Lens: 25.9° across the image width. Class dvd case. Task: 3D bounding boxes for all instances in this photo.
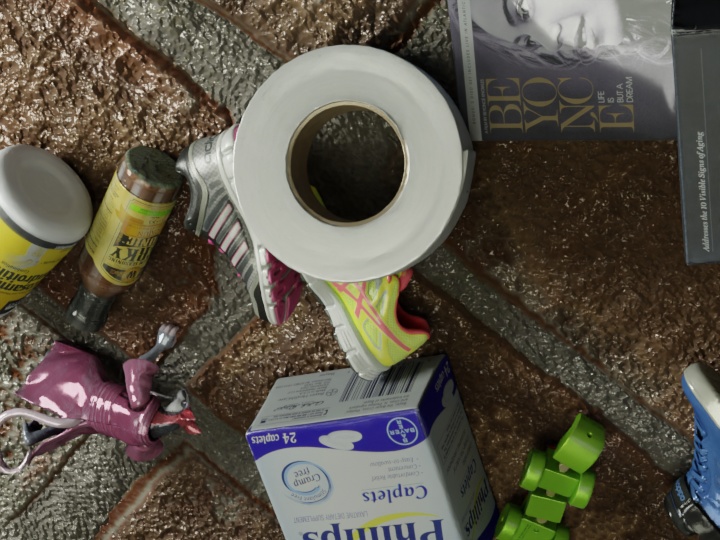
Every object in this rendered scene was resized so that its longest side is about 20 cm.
[{"bbox_3d":[0.175,-0.179,1.312,0.199,0.016,0.149,2,118,17],"label":"dvd case"}]

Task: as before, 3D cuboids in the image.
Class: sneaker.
[{"bbox_3d":[0.000,0.000,1.438,0.090,0.078,0.201,-23,113,15],"label":"sneaker"},{"bbox_3d":[-0.114,-0.041,1.448,0.087,0.074,0.201,-2,121,29],"label":"sneaker"},{"bbox_3d":[0.317,0.183,1.428,0.111,0.077,0.200,-29,113,19],"label":"sneaker"}]

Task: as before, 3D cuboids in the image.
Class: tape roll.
[{"bbox_3d":[-0.005,-0.090,1.340,0.201,0.071,0.204,0,92,10],"label":"tape roll"}]

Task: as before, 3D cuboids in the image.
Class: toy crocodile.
[{"bbox_3d":[0.178,0.221,1.508,0.067,0.062,0.201,19,127,0],"label":"toy crocodile"}]

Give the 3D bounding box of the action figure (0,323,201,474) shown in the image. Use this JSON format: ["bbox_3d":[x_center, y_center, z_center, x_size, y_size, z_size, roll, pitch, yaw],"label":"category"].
[{"bbox_3d":[-0.249,0.133,1.547,0.199,0.149,0.135,8,115,29],"label":"action figure"}]

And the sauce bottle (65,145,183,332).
[{"bbox_3d":[-0.230,-0.025,1.497,0.065,0.065,0.200,29,124,0],"label":"sauce bottle"}]

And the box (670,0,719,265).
[{"bbox_3d":[0.346,-0.120,1.221,0.196,0.124,0.201,-3,117,12],"label":"box"}]

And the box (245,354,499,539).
[{"bbox_3d":[0.015,0.201,1.518,0.183,0.105,0.201,-10,115,23],"label":"box"}]

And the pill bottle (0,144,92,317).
[{"bbox_3d":[-0.355,-0.022,1.508,0.112,0.112,0.200,44,122,-9],"label":"pill bottle"}]
